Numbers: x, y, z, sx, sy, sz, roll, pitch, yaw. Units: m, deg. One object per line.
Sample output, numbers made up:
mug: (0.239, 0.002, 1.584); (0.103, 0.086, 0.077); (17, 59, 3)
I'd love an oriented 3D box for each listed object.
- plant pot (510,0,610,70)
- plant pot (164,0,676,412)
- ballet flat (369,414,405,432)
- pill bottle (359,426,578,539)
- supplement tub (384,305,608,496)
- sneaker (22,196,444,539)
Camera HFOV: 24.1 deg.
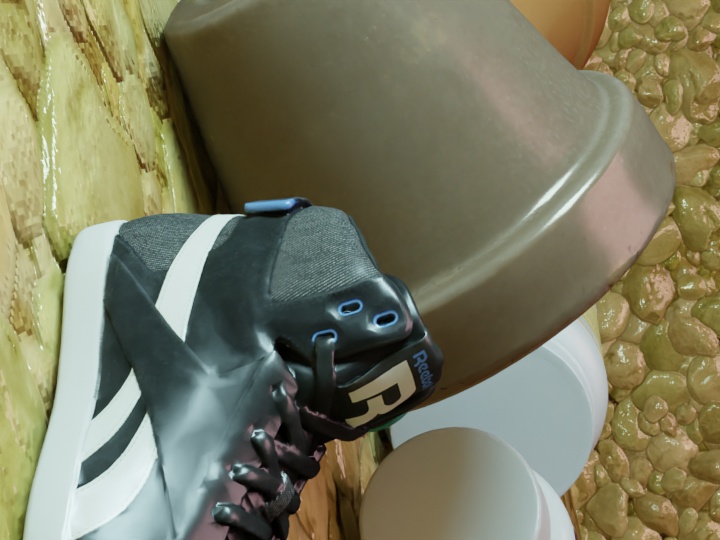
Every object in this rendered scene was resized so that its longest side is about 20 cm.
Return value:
plant pot: (0.044, -0.153, 1.031); (0.140, 0.199, 0.201); (-62, 142, -51)
plant pot: (0.011, -0.065, 0.724); (0.175, 0.199, 0.201); (56, 16, -20)
ballet flat: (0.000, 0.000, 0.901); (0.065, 0.070, 0.201); (56, 16, -31)
pill bottle: (0.068, 0.170, 0.933); (0.200, 0.113, 0.115); (64, 17, -57)
supplement tub: (0.085, 0.062, 1.090); (0.200, 0.144, 0.146); (-75, 152, -71)
sneaker: (-0.029, 0.054, 0.475); (0.073, 0.111, 0.201); (66, 15, -50)
